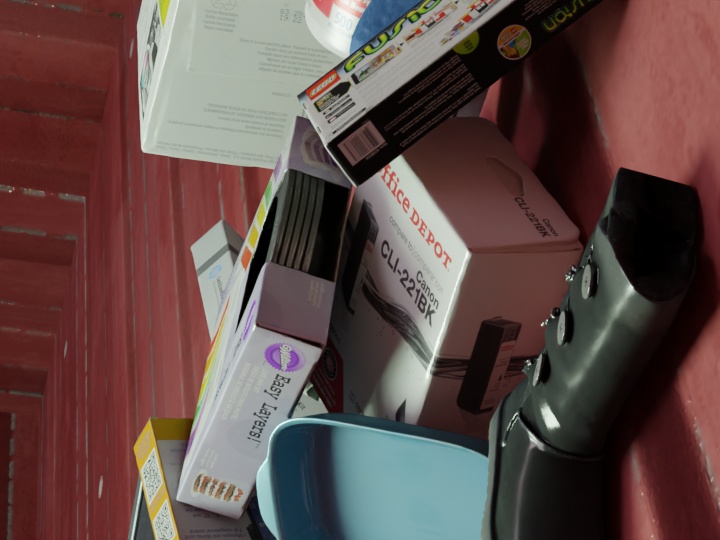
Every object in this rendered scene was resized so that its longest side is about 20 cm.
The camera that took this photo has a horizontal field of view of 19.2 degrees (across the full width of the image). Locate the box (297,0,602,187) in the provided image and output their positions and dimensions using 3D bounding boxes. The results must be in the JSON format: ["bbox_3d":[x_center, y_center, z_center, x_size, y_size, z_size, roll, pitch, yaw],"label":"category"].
[{"bbox_3d":[0.058,-0.137,1.258,0.199,0.035,0.110,-37,22,4],"label":"box"}]

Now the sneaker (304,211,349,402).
[{"bbox_3d":[0.000,0.000,1.455,0.074,0.079,0.202,-153,72,-77],"label":"sneaker"}]

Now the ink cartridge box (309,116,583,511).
[{"bbox_3d":[0.047,0.025,1.314,0.145,0.083,0.201,57,139,46],"label":"ink cartridge box"}]

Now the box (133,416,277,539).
[{"bbox_3d":[-0.070,0.189,1.382,0.042,0.118,0.201,-54,42,45],"label":"box"}]

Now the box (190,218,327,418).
[{"bbox_3d":[-0.060,0.060,1.666,0.041,0.156,0.200,-40,25,11],"label":"box"}]

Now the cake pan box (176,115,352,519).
[{"bbox_3d":[-0.057,0.029,1.354,0.201,0.052,0.185,117,165,-47],"label":"cake pan box"}]

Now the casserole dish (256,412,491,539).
[{"bbox_3d":[0.028,0.143,1.263,0.039,0.198,0.122,-34,-56,-51],"label":"casserole dish"}]

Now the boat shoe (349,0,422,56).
[{"bbox_3d":[0.067,-0.198,1.350,0.200,0.069,0.084,-47,60,9],"label":"boat shoe"}]

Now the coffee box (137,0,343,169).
[{"bbox_3d":[-0.066,-0.219,1.723,0.199,0.198,0.201,-100,22,-52],"label":"coffee box"}]

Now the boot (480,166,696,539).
[{"bbox_3d":[0.124,0.071,1.099,0.201,0.065,0.166,117,155,-43],"label":"boot"}]

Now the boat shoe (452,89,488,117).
[{"bbox_3d":[0.061,-0.180,1.420,0.074,0.068,0.201,176,111,-74],"label":"boat shoe"}]

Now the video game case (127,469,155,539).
[{"bbox_3d":[-0.065,0.197,1.500,0.019,0.198,0.144,-124,44,-69],"label":"video game case"}]

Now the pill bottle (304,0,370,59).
[{"bbox_3d":[0.034,-0.253,1.515,0.113,0.111,0.201,-101,23,-53],"label":"pill bottle"}]
